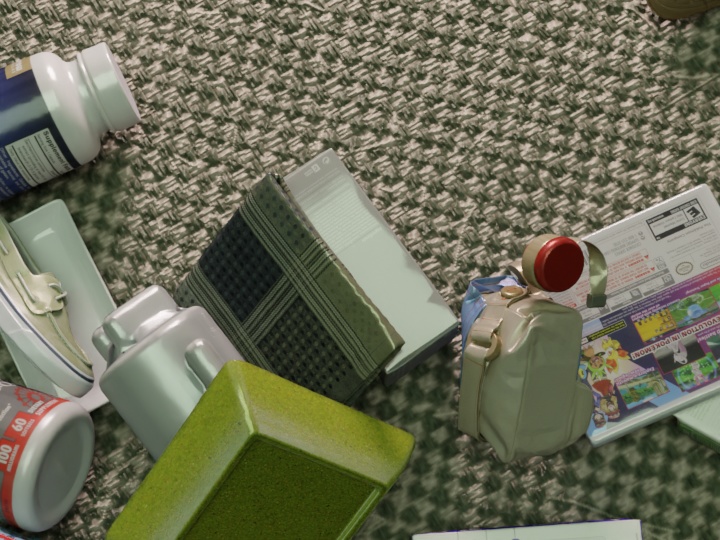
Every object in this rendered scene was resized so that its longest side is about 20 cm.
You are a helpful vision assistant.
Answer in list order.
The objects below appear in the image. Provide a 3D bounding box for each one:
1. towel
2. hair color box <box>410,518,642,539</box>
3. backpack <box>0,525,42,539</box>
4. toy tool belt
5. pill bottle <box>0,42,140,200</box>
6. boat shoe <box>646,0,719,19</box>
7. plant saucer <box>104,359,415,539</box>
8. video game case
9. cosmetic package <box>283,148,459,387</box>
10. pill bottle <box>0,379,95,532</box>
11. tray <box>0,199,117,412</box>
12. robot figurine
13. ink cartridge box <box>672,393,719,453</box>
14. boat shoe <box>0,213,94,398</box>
[{"bbox_3d":[-0.065,0.042,1.044,0.200,0.035,0.193,53,128,14],"label":"towel"},{"bbox_3d":[0.146,0.278,1.031,0.200,0.065,0.110,-3,79,-1],"label":"hair color box"},{"bbox_3d":[-0.342,0.270,0.981,0.200,0.183,0.135,19,77,2],"label":"backpack"},{"bbox_3d":[0.130,0.056,1.021,0.125,0.123,0.200,-4,107,-26],"label":"toy tool belt"},{"bbox_3d":[-0.314,-0.137,1.107,0.200,0.111,0.111,-24,78,-4],"label":"pill bottle"},{"bbox_3d":[0.356,-0.317,1.159,0.200,0.063,0.073,-38,106,-4],"label":"boat shoe"},{"bbox_3d":[-0.074,0.194,0.974,0.200,0.048,0.200,27,106,-30],"label":"plant saucer"},{"bbox_3d":[0.263,0.039,1.071,0.200,0.023,0.183,-24,67,4],"label":"video game case"},{"bbox_3d":[0.000,0.000,1.073,0.090,0.107,0.200,-32,77,-6],"label":"cosmetic package"},{"bbox_3d":[-0.347,0.147,1.039,0.200,0.116,0.116,14,79,15],"label":"pill bottle"},{"bbox_3d":[-0.285,0.041,1.114,0.107,0.022,0.200,-28,79,-3],"label":"tray"},{"bbox_3d":[-0.146,0.111,1.022,0.113,0.170,0.200,-37,90,-29],"label":"robot figurine"},{"bbox_3d":[0.324,0.081,1.077,0.200,0.048,0.146,29,80,23],"label":"ink cartridge box"},{"bbox_3d":[-0.300,0.027,1.070,0.062,0.072,0.200,-42,77,-5],"label":"boat shoe"}]
